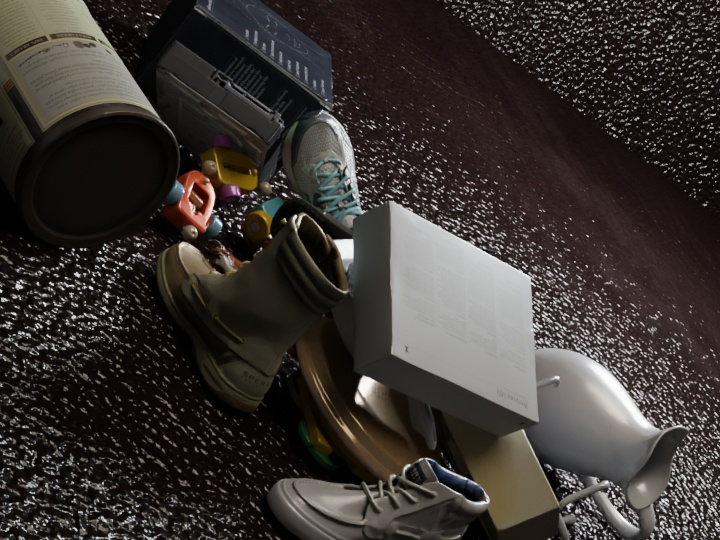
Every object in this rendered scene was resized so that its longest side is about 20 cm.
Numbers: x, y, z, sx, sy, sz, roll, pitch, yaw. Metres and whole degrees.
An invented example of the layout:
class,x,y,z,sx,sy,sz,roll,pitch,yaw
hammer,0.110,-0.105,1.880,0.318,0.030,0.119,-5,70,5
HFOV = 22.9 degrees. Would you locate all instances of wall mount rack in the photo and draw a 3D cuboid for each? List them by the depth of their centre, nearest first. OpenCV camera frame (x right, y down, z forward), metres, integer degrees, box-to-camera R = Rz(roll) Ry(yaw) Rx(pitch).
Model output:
class,x,y,z,sx,sy,sz,roll,pitch,yaw
wall mount rack,0.180,0.190,1.774,0.174,0.074,0.201,114,-46,-68

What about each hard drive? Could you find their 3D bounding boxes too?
class,x,y,z,sx,sy,sz,roll,pitch,yaw
hard drive,-0.148,-0.154,1.843,0.139,0.038,0.200,35,-15,2

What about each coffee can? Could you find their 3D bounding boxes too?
class,x,y,z,sx,sy,sz,roll,pitch,yaw
coffee can,-0.264,-0.138,1.549,0.146,0.146,0.200,21,27,-48

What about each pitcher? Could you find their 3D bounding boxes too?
class,x,y,z,sx,sy,sz,roll,pitch,yaw
pitcher,0.245,0.187,1.909,0.121,0.172,0.200,-25,44,-36

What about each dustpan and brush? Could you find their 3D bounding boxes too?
class,x,y,z,sx,sy,sz,roll,pitch,yaw
dustpan and brush,0.026,0.066,1.595,0.139,0.057,0.201,-5,84,-70

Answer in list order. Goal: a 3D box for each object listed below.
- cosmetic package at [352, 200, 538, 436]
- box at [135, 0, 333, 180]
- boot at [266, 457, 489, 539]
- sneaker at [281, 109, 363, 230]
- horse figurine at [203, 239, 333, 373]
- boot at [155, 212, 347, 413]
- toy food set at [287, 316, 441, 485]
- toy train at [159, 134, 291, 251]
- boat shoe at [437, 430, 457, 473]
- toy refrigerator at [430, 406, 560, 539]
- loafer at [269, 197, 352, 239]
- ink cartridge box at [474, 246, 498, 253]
class,x,y,z,sx,sy,sz,roll,pitch,yaw
cosmetic package,0.077,0.046,1.582,0.200,0.052,0.151,27,49,-40
box,-0.144,-0.236,2.078,0.196,0.124,0.200,37,18,-16
boot,0.019,0.185,1.454,0.200,0.096,0.074,23,25,-45
sneaker,-0.022,-0.070,1.842,0.086,0.077,0.201,43,-30,55
horse figurine,-0.071,0.035,1.707,0.133,0.050,0.200,53,22,17
boot,-0.094,0.006,1.545,0.072,0.155,0.200,24,24,-41
toy food set,0.000,0.123,1.610,0.198,0.049,0.200,38,25,-37
toy train,-0.131,-0.047,1.780,0.200,0.055,0.151,41,40,-35
boat shoe,0.095,0.162,1.761,0.067,0.057,0.200,-18,47,-23
toy refrigerator,0.113,0.160,1.663,0.076,0.070,0.201,83,-15,-62
loafer,0.000,0.000,1.725,0.200,0.073,0.071,45,16,25
ink cartridge box,0.052,-0.018,1.918,0.099,0.039,0.200,12,-3,-30
